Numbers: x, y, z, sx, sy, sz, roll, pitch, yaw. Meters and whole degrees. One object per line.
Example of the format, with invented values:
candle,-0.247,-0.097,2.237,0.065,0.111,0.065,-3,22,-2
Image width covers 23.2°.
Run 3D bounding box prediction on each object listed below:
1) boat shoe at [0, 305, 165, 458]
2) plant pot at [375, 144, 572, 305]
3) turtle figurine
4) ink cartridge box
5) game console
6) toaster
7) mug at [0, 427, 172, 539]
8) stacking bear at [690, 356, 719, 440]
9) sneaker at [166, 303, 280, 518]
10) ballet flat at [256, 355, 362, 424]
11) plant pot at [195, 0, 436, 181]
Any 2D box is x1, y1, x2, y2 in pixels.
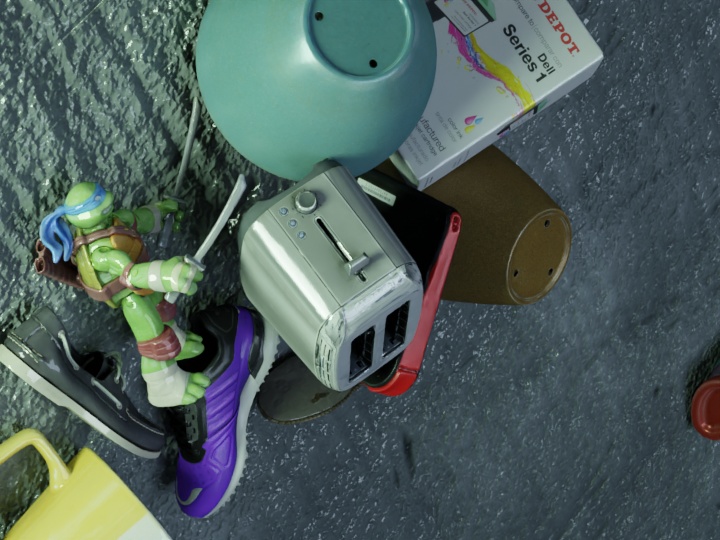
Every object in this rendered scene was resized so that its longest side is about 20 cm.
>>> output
boat shoe,-0.218,0.095,1.459,0.063,0.073,0.200,-54,136,-6
plant pot,0.093,-0.047,1.630,0.186,0.199,0.187,-26,128,-39
turtle figurine,-0.148,-0.002,1.424,0.200,0.144,0.195,-34,128,-28
ink cartridge box,0.091,-0.185,1.538,0.200,0.145,0.084,-34,176,-5
game console,0.000,0.000,1.550,0.031,0.200,0.178,10,103,-43
toaster,-0.024,0.012,1.430,0.113,0.129,0.200,-33,161,-17
mug,-0.253,0.241,1.476,0.153,0.187,0.150,-40,169,-14
stacking bear,0.531,0.128,2.302,0.200,0.121,0.114,-45,134,-35
sneaker,-0.147,0.122,1.564,0.099,0.069,0.201,10,99,-43
ballet flat,-0.024,0.096,1.697,0.200,0.067,0.046,-34,166,-36
plant pot,-0.021,-0.181,1.401,0.199,0.135,0.201,2,82,-17
